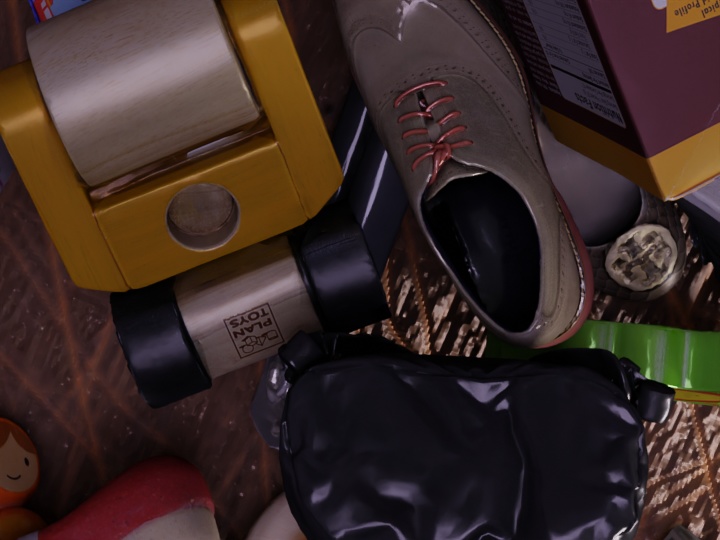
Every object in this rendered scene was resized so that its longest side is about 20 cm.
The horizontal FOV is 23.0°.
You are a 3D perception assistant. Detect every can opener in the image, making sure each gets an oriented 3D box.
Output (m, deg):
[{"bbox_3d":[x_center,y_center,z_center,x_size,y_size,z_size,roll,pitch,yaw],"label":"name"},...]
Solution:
[{"bbox_3d":[0.000,0.000,0.882,0.067,0.053,0.201,12,103,-41],"label":"can opener"}]

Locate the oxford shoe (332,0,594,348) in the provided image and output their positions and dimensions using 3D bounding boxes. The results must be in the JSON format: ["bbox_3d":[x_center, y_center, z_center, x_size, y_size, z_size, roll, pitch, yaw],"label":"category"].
[{"bbox_3d":[0.042,-0.060,0.760,0.070,0.075,0.201,-30,84,14],"label":"oxford shoe"}]

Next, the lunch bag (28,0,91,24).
[{"bbox_3d":[-0.095,-0.186,0.787,0.199,0.094,0.151,-29,84,15],"label":"lunch bag"}]

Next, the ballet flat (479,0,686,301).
[{"bbox_3d":[0.092,-0.061,0.869,0.067,0.046,0.200,-38,103,4],"label":"ballet flat"}]

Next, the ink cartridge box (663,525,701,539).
[{"bbox_3d":[0.176,0.265,0.952,0.173,0.044,0.200,37,96,-16],"label":"ink cartridge box"}]

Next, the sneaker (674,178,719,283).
[{"bbox_3d":[0.162,-0.050,0.856,0.071,0.099,0.200,-44,75,-9],"label":"sneaker"}]

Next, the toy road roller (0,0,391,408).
[{"bbox_3d":[-0.076,-0.051,0.792,0.122,0.146,0.201,-21,124,0],"label":"toy road roller"}]

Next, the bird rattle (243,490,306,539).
[{"bbox_3d":[0.015,0.174,0.892,0.199,0.113,0.164,-34,87,0],"label":"bird rattle"}]

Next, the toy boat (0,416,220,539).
[{"bbox_3d":[-0.170,0.133,0.864,0.198,0.131,0.132,-20,73,2],"label":"toy boat"}]

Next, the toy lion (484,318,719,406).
[{"bbox_3d":[0.166,0.048,0.850,0.199,0.191,0.069,12,81,-47],"label":"toy lion"}]

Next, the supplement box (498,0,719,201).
[{"bbox_3d":[0.150,-0.170,0.727,0.196,0.133,0.201,-27,109,-6],"label":"supplement box"}]

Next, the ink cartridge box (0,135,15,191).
[{"bbox_3d":[-0.220,-0.024,0.771,0.115,0.200,0.068,-38,103,4],"label":"ink cartridge box"}]

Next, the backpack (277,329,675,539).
[{"bbox_3d":[0.040,0.104,0.780,0.165,0.200,0.128,9,74,4],"label":"backpack"}]
